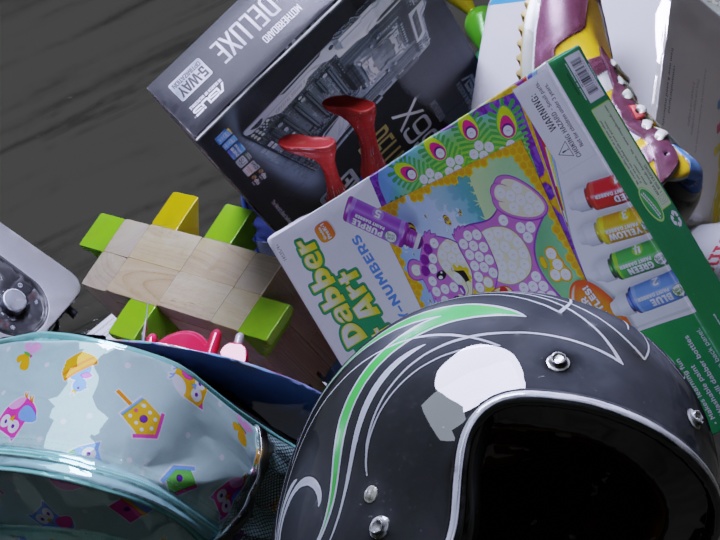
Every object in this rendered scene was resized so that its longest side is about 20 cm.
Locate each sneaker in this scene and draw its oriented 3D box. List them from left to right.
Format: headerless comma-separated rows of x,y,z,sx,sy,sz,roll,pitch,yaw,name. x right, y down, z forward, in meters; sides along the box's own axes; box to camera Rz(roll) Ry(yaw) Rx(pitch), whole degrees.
0.137,-0.067,1.164,0.090,0.201,0.075,-8,-12,28,sneaker

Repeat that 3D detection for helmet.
0.064,0.104,1.023,0.200,0.200,0.191,11,64,52,helmet

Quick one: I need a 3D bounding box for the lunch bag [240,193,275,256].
0.032,-0.031,1.415,0.199,0.136,0.132,-2,31,23,lunch bag

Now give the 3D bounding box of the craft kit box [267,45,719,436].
0.079,0.021,1.123,0.197,0.200,0.048,-32,0,37,craft kit box

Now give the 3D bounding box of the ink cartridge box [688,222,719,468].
0.131,0.049,1.226,0.199,0.084,0.145,-6,30,34,ink cartridge box

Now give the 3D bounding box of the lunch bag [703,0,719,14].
0.205,-0.135,1.513,0.200,0.118,0.164,-41,30,-11,lunch bag

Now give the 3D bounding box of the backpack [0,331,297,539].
-0.126,0.122,1.162,0.175,0.200,0.154,-2,52,39,backpack

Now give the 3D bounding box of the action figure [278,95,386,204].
0.000,0.000,1.242,0.052,0.201,0.065,9,39,33,action figure

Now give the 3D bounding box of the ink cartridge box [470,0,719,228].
0.171,-0.072,1.314,0.128,0.200,0.126,-2,71,37,ink cartridge box

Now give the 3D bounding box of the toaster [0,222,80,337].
-0.296,0.071,1.454,0.181,0.119,0.200,-53,5,-40,toaster

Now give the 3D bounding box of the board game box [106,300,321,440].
-0.076,0.067,1.248,0.200,0.157,0.039,116,169,-67,board game box

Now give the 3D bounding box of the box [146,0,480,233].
-0.016,-0.101,1.255,0.158,0.200,0.050,-43,63,-3,box

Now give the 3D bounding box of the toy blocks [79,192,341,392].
-0.070,0.040,1.336,0.200,0.137,0.100,14,64,46,toy blocks

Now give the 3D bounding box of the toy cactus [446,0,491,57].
0.112,-0.127,1.469,0.165,0.201,0.102,5,1,45,toy cactus

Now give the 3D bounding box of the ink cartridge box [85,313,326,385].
-0.102,0.082,1.445,0.199,0.050,0.161,21,46,33,ink cartridge box
